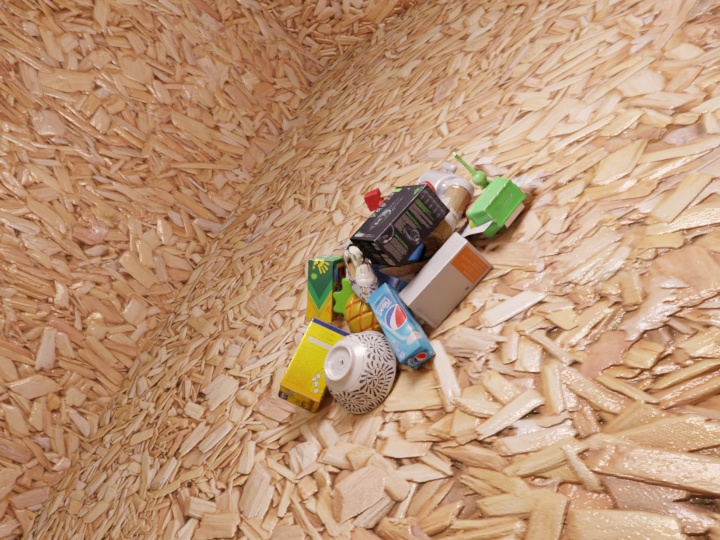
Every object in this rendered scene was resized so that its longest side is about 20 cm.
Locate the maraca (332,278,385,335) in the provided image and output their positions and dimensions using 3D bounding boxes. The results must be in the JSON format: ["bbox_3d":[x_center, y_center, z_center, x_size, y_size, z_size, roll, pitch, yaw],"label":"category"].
[{"bbox_3d":[0.011,0.099,1.706,0.200,0.107,0.137,41,104,26],"label":"maraca"}]

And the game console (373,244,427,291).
[{"bbox_3d":[0.087,-0.018,1.772,0.171,0.118,0.200,11,54,17],"label":"game console"}]

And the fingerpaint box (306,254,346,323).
[{"bbox_3d":[-0.088,0.046,1.852,0.200,0.073,0.167,-24,-64,-80],"label":"fingerpaint box"}]

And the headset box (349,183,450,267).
[{"bbox_3d":[0.095,-0.113,1.616,0.200,0.093,0.174,-47,18,-10],"label":"headset box"}]

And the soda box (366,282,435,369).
[{"bbox_3d":[0.092,0.126,1.553,0.064,0.068,0.200,-43,48,16],"label":"soda box"}]

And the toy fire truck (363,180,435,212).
[{"bbox_3d":[0.103,-0.192,1.788,0.200,0.049,0.141,-19,25,16],"label":"toy fire truck"}]

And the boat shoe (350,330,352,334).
[{"bbox_3d":[0.002,0.121,1.789,0.072,0.069,0.200,-18,39,49],"label":"boat shoe"}]

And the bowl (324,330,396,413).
[{"bbox_3d":[-0.022,0.225,1.581,0.201,0.094,0.201,-22,55,36],"label":"bowl"}]

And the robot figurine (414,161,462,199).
[{"bbox_3d":[0.218,-0.212,1.843,0.170,0.113,0.200,-68,25,5],"label":"robot figurine"}]

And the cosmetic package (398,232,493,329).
[{"bbox_3d":[0.196,0.023,1.565,0.200,0.101,0.071,-48,25,5],"label":"cosmetic package"}]

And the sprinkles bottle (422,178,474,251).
[{"bbox_3d":[0.215,-0.139,1.666,0.068,0.068,0.200,-16,35,51],"label":"sprinkles bottle"}]

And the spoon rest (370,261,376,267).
[{"bbox_3d":[0.006,-0.044,1.814,0.099,0.061,0.200,-60,19,-17],"label":"spoon rest"}]

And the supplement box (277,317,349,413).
[{"bbox_3d":[-0.119,0.242,1.731,0.109,0.109,0.200,109,-175,-61],"label":"supplement box"}]

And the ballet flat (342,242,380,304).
[{"bbox_3d":[0.000,0.000,1.682,0.072,0.072,0.200,-42,43,16],"label":"ballet flat"}]

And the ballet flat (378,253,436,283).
[{"bbox_3d":[0.146,-0.001,1.637,0.200,0.067,0.068,-13,1,0],"label":"ballet flat"}]

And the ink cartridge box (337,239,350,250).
[{"bbox_3d":[0.044,-0.131,1.930,0.200,0.041,0.200,-44,5,-29],"label":"ink cartridge box"}]

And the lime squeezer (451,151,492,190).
[{"bbox_3d":[0.291,-0.224,1.672,0.071,0.200,0.038,33,93,40],"label":"lime squeezer"}]

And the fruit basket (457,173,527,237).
[{"bbox_3d":[0.312,-0.143,1.647,0.185,0.094,0.200,-49,3,-16],"label":"fruit basket"}]
